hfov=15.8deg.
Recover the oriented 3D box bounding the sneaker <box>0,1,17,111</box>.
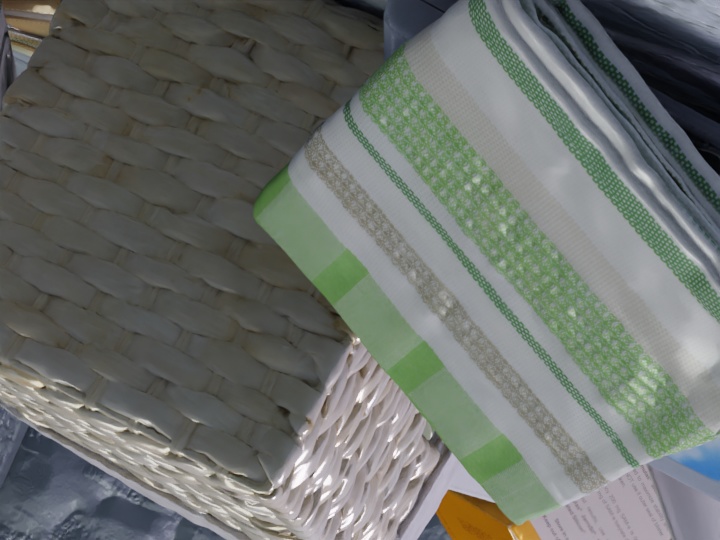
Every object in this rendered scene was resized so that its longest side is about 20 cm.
[{"bbox_3d":[-0.195,-0.032,1.086,0.080,0.201,0.077,3,137,1],"label":"sneaker"}]

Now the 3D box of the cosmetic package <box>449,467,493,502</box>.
[{"bbox_3d":[0.011,0.005,1.281,0.164,0.166,0.200,23,179,19],"label":"cosmetic package"}]

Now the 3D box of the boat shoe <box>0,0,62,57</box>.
[{"bbox_3d":[-0.150,-0.134,1.173,0.199,0.072,0.076,18,169,-40],"label":"boat shoe"}]

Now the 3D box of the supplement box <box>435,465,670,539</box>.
[{"bbox_3d":[0.144,0.090,1.416,0.074,0.200,0.126,58,166,-21],"label":"supplement box"}]

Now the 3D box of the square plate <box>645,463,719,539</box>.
[{"bbox_3d":[0.139,0.046,1.083,0.028,0.201,0.198,-19,164,14],"label":"square plate"}]

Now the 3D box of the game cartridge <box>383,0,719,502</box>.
[{"bbox_3d":[0.088,0.003,0.805,0.199,0.040,0.134,32,150,26],"label":"game cartridge"}]

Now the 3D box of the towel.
[{"bbox_3d":[0.051,-0.002,0.793,0.149,0.031,0.200,51,152,-1],"label":"towel"}]

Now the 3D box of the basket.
[{"bbox_3d":[-0.047,-0.008,1.030,0.199,0.199,0.161,25,169,23],"label":"basket"}]

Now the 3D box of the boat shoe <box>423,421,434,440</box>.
[{"bbox_3d":[-0.001,0.002,1.147,0.060,0.072,0.202,-21,-121,-30],"label":"boat shoe"}]
